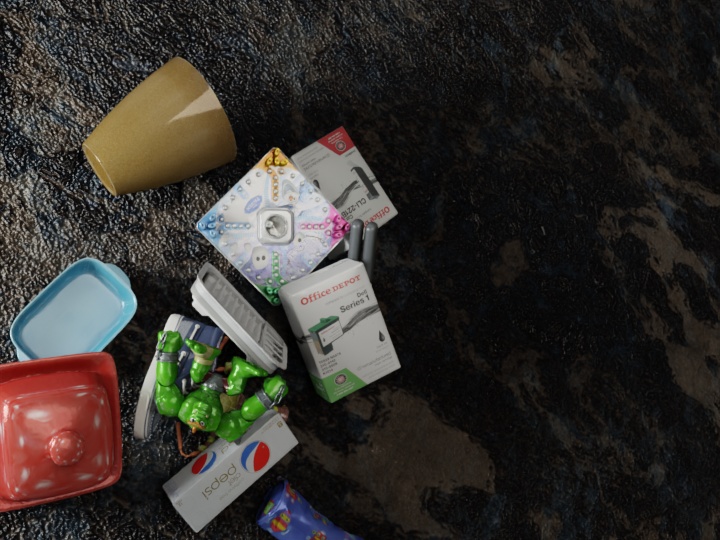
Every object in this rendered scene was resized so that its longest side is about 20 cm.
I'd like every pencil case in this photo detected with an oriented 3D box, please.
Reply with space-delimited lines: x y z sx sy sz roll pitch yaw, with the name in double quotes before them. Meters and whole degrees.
"pencil case" -0.079 0.420 1.191 0.200 0.087 0.078 42 87 -15

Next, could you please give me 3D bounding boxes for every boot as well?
"boot" -0.276 0.167 1.135 0.089 0.073 0.202 14 65 -3

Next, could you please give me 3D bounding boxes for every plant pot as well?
"plant pot" -0.333 -0.209 1.188 0.199 0.186 0.187 -36 96 -21

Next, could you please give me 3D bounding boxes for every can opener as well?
"can opener" 0.000 0.000 1.342 0.052 0.202 0.067 10 30 10

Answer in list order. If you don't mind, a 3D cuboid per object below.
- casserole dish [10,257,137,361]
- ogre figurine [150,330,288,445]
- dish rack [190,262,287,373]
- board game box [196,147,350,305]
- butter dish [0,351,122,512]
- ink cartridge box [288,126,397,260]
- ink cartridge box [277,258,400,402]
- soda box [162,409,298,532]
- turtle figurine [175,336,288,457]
"casserole dish" -0.427 0.073 1.103 0.121 0.039 0.201 45 57 -13
"ogre figurine" -0.217 0.178 1.085 0.199 0.098 0.121 25 86 -27
"dish rack" -0.199 0.082 1.191 0.043 0.172 0.200 -40 101 3
"board game box" -0.147 -0.077 1.287 0.200 0.026 0.200 46 80 -9
"butter dish" -0.405 0.223 0.984 0.198 0.147 0.202 -5 95 -34
"ink cartridge box" -0.045 -0.144 1.391 0.144 0.084 0.201 -37 97 -35
"ink cartridge box" -0.037 0.099 1.272 0.145 0.084 0.202 -25 103 -17
"soda box" -0.196 0.294 1.124 0.199 0.063 0.069 -39 116 -18
"turtle figurine" -0.196 0.218 1.189 0.160 0.064 0.202 28 62 -23
